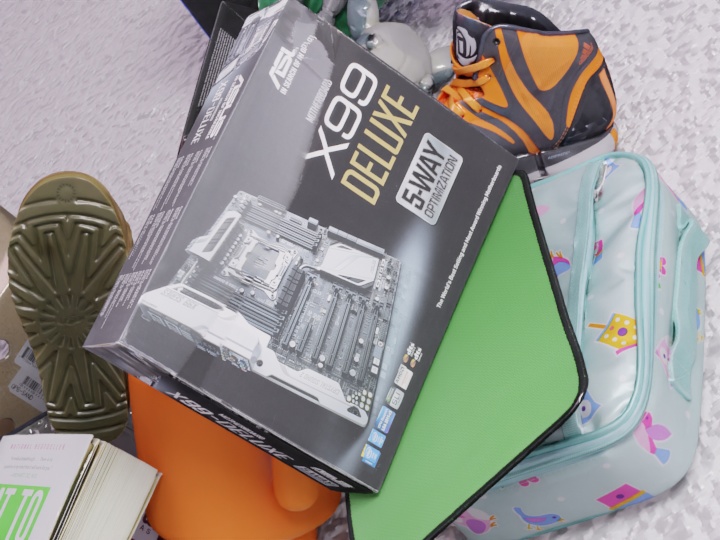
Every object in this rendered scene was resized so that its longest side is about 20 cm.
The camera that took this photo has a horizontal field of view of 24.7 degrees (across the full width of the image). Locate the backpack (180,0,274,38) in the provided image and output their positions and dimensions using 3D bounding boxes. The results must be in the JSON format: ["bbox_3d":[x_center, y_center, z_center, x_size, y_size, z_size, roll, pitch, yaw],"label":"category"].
[{"bbox_3d":[-0.045,-0.281,1.288,0.200,0.163,0.168,-33,16,27],"label":"backpack"}]

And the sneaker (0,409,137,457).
[{"bbox_3d":[-0.199,0.163,1.080,0.202,0.146,0.077,-17,50,-13],"label":"sneaker"}]

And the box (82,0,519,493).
[{"bbox_3d":[-0.025,-0.011,0.830,0.050,0.158,0.200,-10,51,58],"label":"box"}]

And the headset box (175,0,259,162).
[{"bbox_3d":[-0.081,-0.039,1.020,0.149,0.075,0.200,-82,8,-48],"label":"headset box"}]

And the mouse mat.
[{"bbox_3d":[0.043,0.050,0.828,0.161,0.008,0.200,-45,28,24],"label":"mouse mat"}]

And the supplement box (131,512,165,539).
[{"bbox_3d":[-0.173,0.225,0.964,0.061,0.109,0.200,-4,55,49],"label":"supplement box"}]

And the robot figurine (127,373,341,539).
[{"bbox_3d":[-0.073,0.078,0.927,0.117,0.200,0.144,-3,15,6],"label":"robot figurine"}]

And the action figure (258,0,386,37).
[{"bbox_3d":[-0.052,-0.155,1.215,0.118,0.055,0.200,29,111,20],"label":"action figure"}]

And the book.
[{"bbox_3d":[-0.199,0.188,0.893,0.134,0.048,0.200,-6,56,52],"label":"book"}]

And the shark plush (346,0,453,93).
[{"bbox_3d":[0.016,-0.112,1.108,0.083,0.091,0.200,-53,21,23],"label":"shark plush"}]

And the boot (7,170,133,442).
[{"bbox_3d":[-0.172,-0.009,1.010,0.066,0.175,0.200,0,24,-6],"label":"boot"}]

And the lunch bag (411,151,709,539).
[{"bbox_3d":[0.104,0.033,0.858,0.160,0.077,0.200,-24,41,35],"label":"lunch bag"}]

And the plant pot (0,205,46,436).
[{"bbox_3d":[-0.280,0.054,1.209,0.177,0.200,0.200,23,74,46],"label":"plant pot"}]

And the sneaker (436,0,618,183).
[{"bbox_3d":[0.049,-0.095,0.959,0.200,0.112,0.078,-21,32,-8],"label":"sneaker"}]
